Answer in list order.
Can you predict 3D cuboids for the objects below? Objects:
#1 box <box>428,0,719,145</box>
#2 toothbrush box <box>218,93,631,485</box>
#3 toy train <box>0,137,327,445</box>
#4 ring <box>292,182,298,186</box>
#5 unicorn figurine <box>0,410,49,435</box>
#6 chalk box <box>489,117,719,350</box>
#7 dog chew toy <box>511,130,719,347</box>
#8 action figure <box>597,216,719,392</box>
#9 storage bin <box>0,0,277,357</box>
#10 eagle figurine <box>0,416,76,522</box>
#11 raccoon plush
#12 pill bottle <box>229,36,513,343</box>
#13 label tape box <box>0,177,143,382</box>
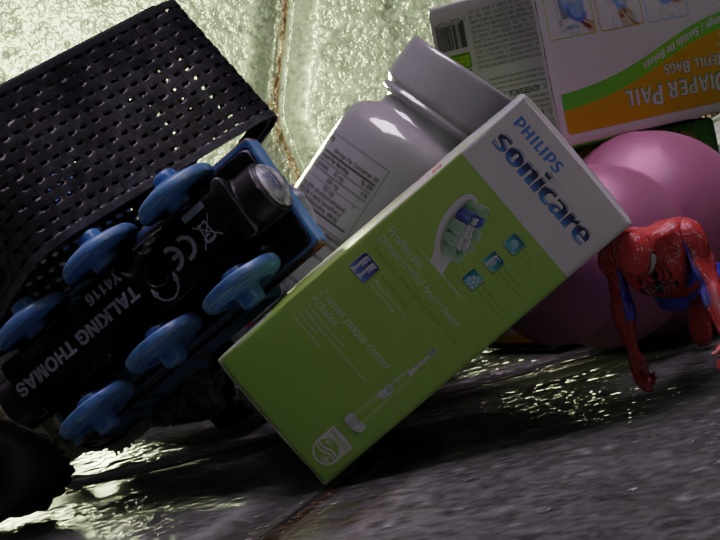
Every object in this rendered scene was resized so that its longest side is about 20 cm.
[{"bbox_3d":[0.160,-0.139,1.370,0.199,0.102,0.112,-14,5,-34],"label":"box"},{"bbox_3d":[0.035,0.005,1.107,0.200,0.086,0.146,-40,1,7],"label":"toothbrush box"},{"bbox_3d":[-0.103,0.013,1.129,0.200,0.087,0.114,-40,-10,18],"label":"toy train"},{"bbox_3d":[-0.066,-0.031,1.360,0.200,0.019,0.200,-26,3,2],"label":"ring"},{"bbox_3d":[-0.254,0.097,1.492,0.137,0.074,0.200,-4,13,-35],"label":"unicorn figurine"},{"bbox_3d":[0.169,-0.031,1.431,0.199,0.124,0.124,-15,5,-25],"label":"chalk box"},{"bbox_3d":[0.146,-0.011,1.259,0.124,0.125,0.200,-9,8,40],"label":"dog chew toy"},{"bbox_3d":[0.174,0.030,1.122,0.065,0.099,0.200,-14,-19,22],"label":"action figure"},{"bbox_3d":[-0.158,-0.049,1.198,0.200,0.094,0.135,-34,-10,-42],"label":"storage bin"},{"bbox_3d":[-0.260,0.096,1.096,0.151,0.152,0.200,-34,-1,29],"label":"eagle figurine"},{"bbox_3d":[-0.125,0.055,1.366,0.134,0.097,0.200,-17,8,21],"label":"raccoon plush"},{"bbox_3d":[0.015,-0.025,1.237,0.200,0.113,0.113,-56,1,5],"label":"pill bottle"},{"bbox_3d":[-0.253,0.012,1.369,0.200,0.066,0.143,-13,32,38],"label":"label tape box"}]
